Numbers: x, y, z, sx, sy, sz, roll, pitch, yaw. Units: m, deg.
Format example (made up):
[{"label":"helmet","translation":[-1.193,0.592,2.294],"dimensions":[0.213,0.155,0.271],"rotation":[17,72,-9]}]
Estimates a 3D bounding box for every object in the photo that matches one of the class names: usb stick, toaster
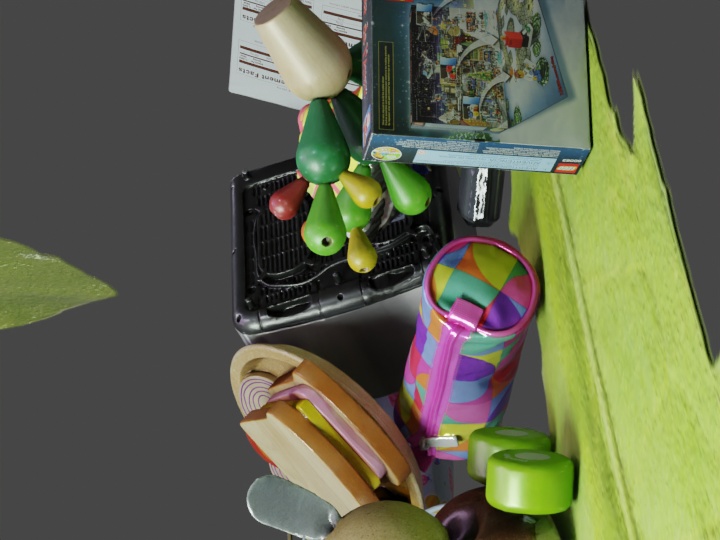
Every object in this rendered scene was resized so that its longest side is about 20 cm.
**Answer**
[{"label":"usb stick","translation":[0.094,-0.130,1.758],"dimensions":[0.056,0.032,0.202],"rotation":[-92,6,-72]},{"label":"toaster","translation":[0.000,0.000,1.834],"dimensions":[0.201,0.179,0.119],"rotation":[-95,-16,-47]}]

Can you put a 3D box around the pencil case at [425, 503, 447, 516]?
[{"label":"pencil case","translation":[0.055,0.243,1.727],"dimensions":[0.201,0.090,0.084],"rotation":[102,169,-57]}]

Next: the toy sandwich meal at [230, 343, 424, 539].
[{"label":"toy sandwich meal","translation":[-0.034,0.137,1.750],"dimensions":[0.070,0.205,0.206],"rotation":[-44,-17,-27]}]

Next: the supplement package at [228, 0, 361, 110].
[{"label":"supplement package","translation":[-0.004,-0.256,1.959],"dimensions":[0.192,0.146,0.201],"rotation":[-60,-19,-51]}]

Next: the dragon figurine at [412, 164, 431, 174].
[{"label":"dragon figurine","translation":[0.051,-0.143,1.728],"dimensions":[0.200,0.058,0.100],"rotation":[125,146,-58]}]

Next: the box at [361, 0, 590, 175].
[{"label":"box","translation":[0.069,-0.161,1.496],"dimensions":[0.038,0.135,0.202],"rotation":[111,161,-65]}]

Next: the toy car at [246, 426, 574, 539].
[{"label":"toy car","translation":[0.024,0.187,1.505],"dimensions":[0.158,0.198,0.166],"rotation":[-133,45,-82]}]

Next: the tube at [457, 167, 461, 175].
[{"label":"tube","translation":[0.065,-0.011,1.947],"dimensions":[0.052,0.058,0.201],"rotation":[46,-148,-33]}]

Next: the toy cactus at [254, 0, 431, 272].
[{"label":"toy cactus","translation":[-0.011,-0.102,1.520],"dimensions":[0.102,0.165,0.200],"rotation":[-8,37,48]}]

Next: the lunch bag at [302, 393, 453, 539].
[{"label":"lunch bag","translation":[0.014,0.166,2.019],"dimensions":[0.200,0.126,0.171],"rotation":[88,-178,-73]}]

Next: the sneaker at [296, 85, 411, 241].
[{"label":"sneaker","translation":[-0.007,-0.094,1.683],"dimensions":[0.078,0.090,0.200],"rotation":[-42,-15,-31]}]

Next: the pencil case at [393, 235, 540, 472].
[{"label":"pencil case","translation":[0.072,0.060,1.672],"dimensions":[0.201,0.088,0.089],"rotation":[99,171,-56]}]
